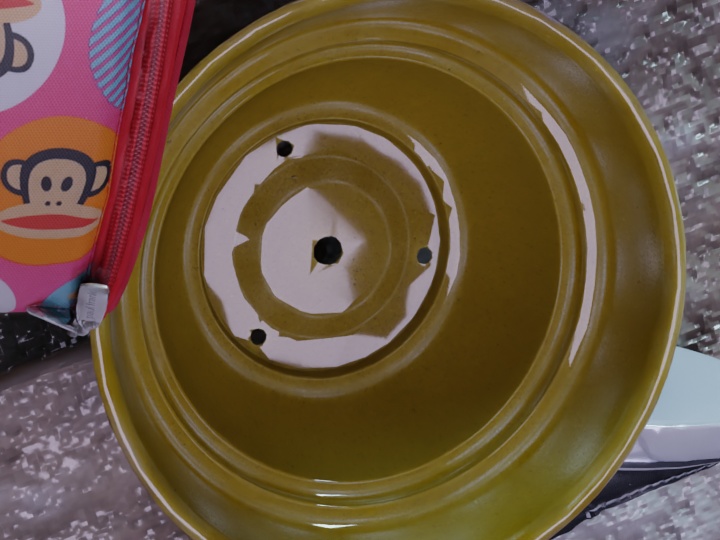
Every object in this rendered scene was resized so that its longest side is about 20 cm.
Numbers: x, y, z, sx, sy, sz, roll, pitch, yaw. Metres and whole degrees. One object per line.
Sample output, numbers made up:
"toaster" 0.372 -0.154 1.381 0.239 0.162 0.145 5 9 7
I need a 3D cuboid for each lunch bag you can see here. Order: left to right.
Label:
"lunch bag" -0.109 -0.076 0.723 0.082 0.200 0.177 2 119 -22

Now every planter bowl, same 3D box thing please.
"planter bowl" 0.000 0.000 0.863 0.200 0.083 0.201 -4 103 -18

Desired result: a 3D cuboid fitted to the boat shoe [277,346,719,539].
"boat shoe" 0.053 0.071 0.949 0.199 0.072 0.068 -6 117 -17
